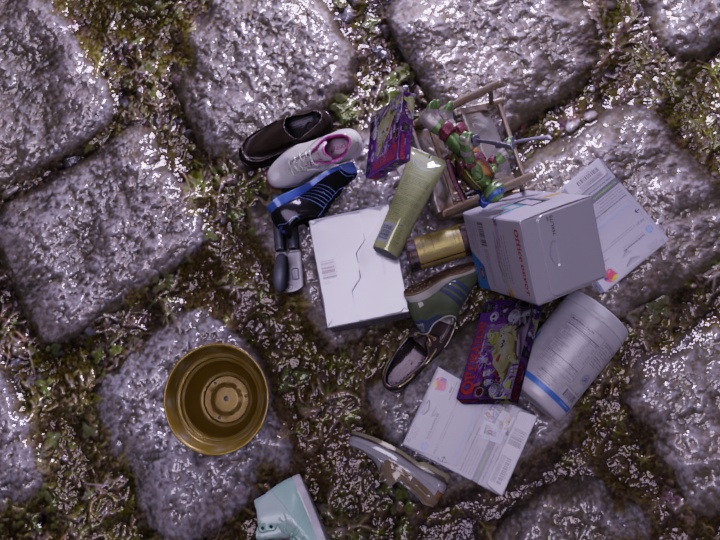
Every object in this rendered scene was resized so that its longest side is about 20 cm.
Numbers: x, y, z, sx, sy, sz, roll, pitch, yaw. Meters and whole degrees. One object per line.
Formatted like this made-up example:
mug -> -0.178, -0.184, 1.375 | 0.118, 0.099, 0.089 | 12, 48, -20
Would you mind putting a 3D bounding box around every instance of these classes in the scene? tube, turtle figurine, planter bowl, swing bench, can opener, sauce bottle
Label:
tube -> 0.086, -0.119, 1.472 | 0.058, 0.052, 0.202 | 29, 80, -29
turtle figurine -> 0.206, -0.229, 1.411 | 0.143, 0.201, 0.194 | -32, 70, -29
planter bowl -> -0.260, 0.239, 1.541 | 0.198, 0.083, 0.203 | -1, 81, 5
swing bench -> 0.203, -0.218, 1.546 | 0.198, 0.130, 0.201 | -19, 80, 8
can opener -> -0.142, -0.055, 1.589 | 0.052, 0.067, 0.202 | -6, 76, 5
sauce bottle -> 0.182, -0.052, 1.551 | 0.198, 0.065, 0.065 | -15, 80, 1

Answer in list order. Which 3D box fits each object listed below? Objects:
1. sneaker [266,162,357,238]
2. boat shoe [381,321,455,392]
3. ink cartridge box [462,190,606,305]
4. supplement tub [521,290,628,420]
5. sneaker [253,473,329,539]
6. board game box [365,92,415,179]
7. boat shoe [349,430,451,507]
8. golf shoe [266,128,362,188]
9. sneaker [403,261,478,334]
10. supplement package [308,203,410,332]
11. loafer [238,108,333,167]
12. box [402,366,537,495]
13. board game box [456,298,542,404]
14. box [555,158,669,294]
sneaker -> -0.080, -0.133, 1.577 | 0.199, 0.070, 0.078 | -31, 86, -17
boat shoe -> 0.110, 0.141, 1.529 | 0.072, 0.060, 0.200 | 40, 87, 11
ink cartridge box -> 0.298, -0.045, 1.432 | 0.145, 0.200, 0.148 | -19, 104, -17
supplement tub -> 0.363, 0.151, 1.465 | 0.132, 0.132, 0.200 | 39, 86, 10
sneaker -> -0.122, 0.485, 1.490 | 0.117, 0.074, 0.202 | -25, 70, -5
board game box -> 0.053, -0.243, 1.519 | 0.032, 0.200, 0.122 | 2, 86, -15
boat shoe -> 0.062, 0.357, 1.493 | 0.198, 0.075, 0.069 | 25, 79, 8
golf shoe -> -0.093, -0.215, 1.567 | 0.198, 0.092, 0.076 | -26, 93, 7
sneaker -> 0.157, 0.052, 1.505 | 0.067, 0.199, 0.091 | -3, 104, 47
supplement package -> 0.000, 0.000, 1.537 | 0.154, 0.111, 0.202 | -11, 79, 3
loafer -> -0.152, -0.270, 1.616 | 0.199, 0.071, 0.074 | -27, 79, 1
box -> 0.197, 0.290, 1.499 | 0.198, 0.041, 0.157 | 25, 83, 8
board game box -> 0.247, 0.141, 1.465 | 0.032, 0.119, 0.202 | 36, 59, -30
box -> 0.446, -0.083, 1.540 | 0.155, 0.041, 0.201 | -38, 78, -1
